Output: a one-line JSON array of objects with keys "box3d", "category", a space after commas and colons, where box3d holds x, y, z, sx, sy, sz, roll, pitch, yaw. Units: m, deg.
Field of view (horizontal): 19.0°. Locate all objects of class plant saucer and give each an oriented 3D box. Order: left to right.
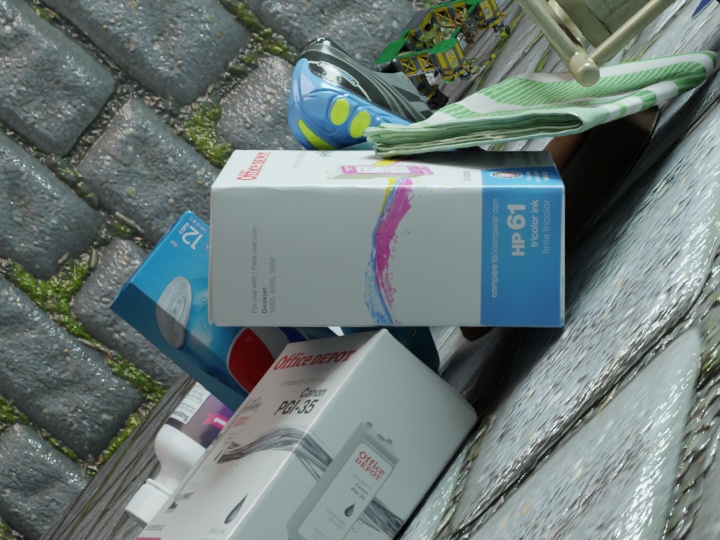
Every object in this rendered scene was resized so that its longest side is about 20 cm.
[{"box3d": [0.121, -0.043, 1.429, 0.201, 0.034, 0.200, -49, 5, 6], "category": "plant saucer"}]

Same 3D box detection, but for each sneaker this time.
[{"box3d": [0.034, -0.089, 1.367, 0.071, 0.199, 0.083, -29, 48, 35], "category": "sneaker"}]

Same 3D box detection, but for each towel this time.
[{"box3d": [0.113, -0.101, 1.290, 0.152, 0.024, 0.200, -4, 10, 35], "category": "towel"}]

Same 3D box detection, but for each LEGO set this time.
[{"box3d": [0.115, -0.263, 2.770, 0.153, 0.116, 0.200, -14, 27, 25], "category": "LEGO set"}]

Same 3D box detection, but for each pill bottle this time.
[{"box3d": [-0.081, 0.122, 1.580, 0.200, 0.111, 0.111, -52, 6, -12], "category": "pill bottle"}]

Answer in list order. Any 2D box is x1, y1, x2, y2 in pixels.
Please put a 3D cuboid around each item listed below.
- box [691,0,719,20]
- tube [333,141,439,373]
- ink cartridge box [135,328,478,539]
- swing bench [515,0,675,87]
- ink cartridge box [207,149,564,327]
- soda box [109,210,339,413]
[{"box3d": [0.285, -0.234, 1.345, 0.200, 0.032, 0.121, -52, 5, -34], "category": "box"}, {"box3d": [0.000, 0.000, 1.376, 0.077, 0.201, 0.051, -19, 43, 5], "category": "tube"}, {"box3d": [-0.044, 0.135, 1.218, 0.200, 0.083, 0.146, -53, 16, -20], "category": "ink cartridge box"}, {"box3d": [0.168, -0.228, 1.305, 0.199, 0.130, 0.200, -40, 3, 10], "category": "swing bench"}, {"box3d": [0.015, -0.020, 1.241, 0.145, 0.198, 0.085, -82, -9, -79], "category": "ink cartridge box"}, {"box3d": [-0.058, 0.056, 1.351, 0.064, 0.200, 0.068, -53, 5, -23], "category": "soda box"}]
